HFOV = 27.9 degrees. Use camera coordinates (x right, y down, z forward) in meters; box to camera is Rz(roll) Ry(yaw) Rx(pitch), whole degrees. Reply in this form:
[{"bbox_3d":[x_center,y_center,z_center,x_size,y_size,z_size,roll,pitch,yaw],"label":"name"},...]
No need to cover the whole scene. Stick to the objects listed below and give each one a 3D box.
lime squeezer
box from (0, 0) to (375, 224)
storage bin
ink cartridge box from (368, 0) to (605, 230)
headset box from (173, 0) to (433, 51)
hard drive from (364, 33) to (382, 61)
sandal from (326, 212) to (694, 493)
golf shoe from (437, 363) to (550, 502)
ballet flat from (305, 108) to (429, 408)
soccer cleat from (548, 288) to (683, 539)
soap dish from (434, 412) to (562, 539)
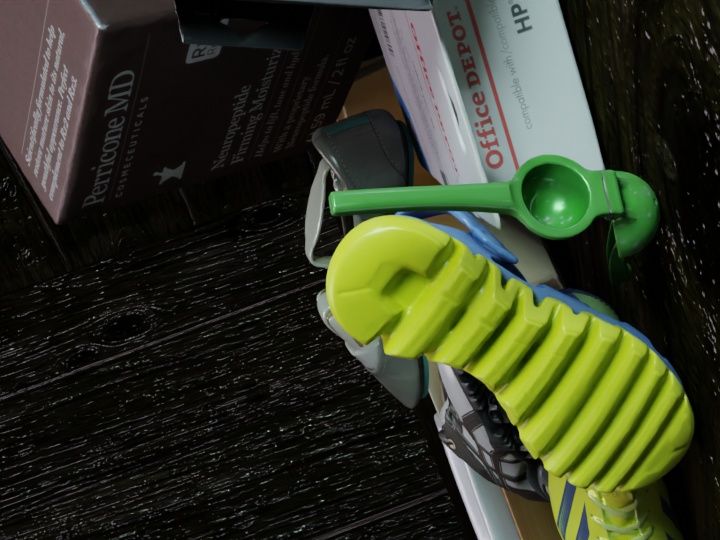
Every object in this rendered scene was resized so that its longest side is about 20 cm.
[{"bbox_3d":[0.079,-0.025,0.603,0.200,0.071,0.038,11,-100,-46],"label":"lime squeezer"},{"bbox_3d":[-0.119,-0.160,0.868,0.164,0.200,0.166,54,144,23],"label":"box"},{"bbox_3d":[0.062,-0.019,0.968,0.199,0.094,0.200,75,174,-64],"label":"storage bin"},{"bbox_3d":[0.059,-0.099,0.709,0.200,0.068,0.116,-119,9,-75],"label":"ink cartridge box"},{"bbox_3d":[-0.042,-0.190,0.574,0.077,0.148,0.201,-120,33,-73],"label":"headset box"},{"bbox_3d":[-0.044,-0.163,1.025,0.042,0.200,0.135,105,149,-57],"label":"hard drive"},{"bbox_3d":[0.074,0.028,0.677,0.200,0.080,0.087,37,-163,-15],"label":"sandal"},{"bbox_3d":[0.073,0.081,0.848,0.200,0.094,0.078,53,-129,-39],"label":"golf shoe"},{"bbox_3d":[0.000,0.000,0.844,0.067,0.064,0.200,-125,25,-53],"label":"ballet flat"},{"bbox_3d":[0.133,0.107,0.772,0.084,0.065,0.201,-131,21,-76],"label":"soccer cleat"},{"bbox_3d":[0.127,0.177,1.208,0.200,0.081,0.158,127,123,-86],"label":"soap dish"}]
